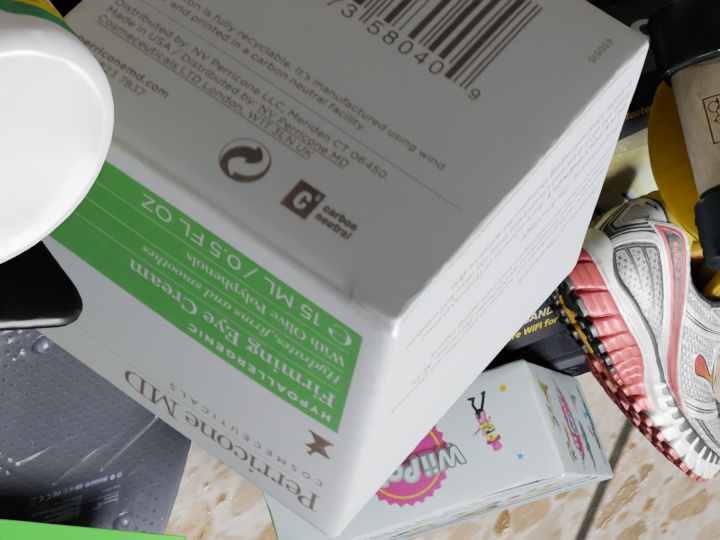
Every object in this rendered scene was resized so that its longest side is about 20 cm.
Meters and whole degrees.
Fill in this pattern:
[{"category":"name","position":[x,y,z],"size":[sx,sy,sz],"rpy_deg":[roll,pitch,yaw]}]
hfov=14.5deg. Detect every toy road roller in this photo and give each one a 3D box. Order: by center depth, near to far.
[{"category":"toy road roller","position":[0.229,-0.072,1.277],"size":[0.200,0.123,0.146],"rpy_deg":[-15,167,11]}]

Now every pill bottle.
[{"category":"pill bottle","position":[-0.186,-0.098,1.076],"size":[0.113,0.200,0.113],"rpy_deg":[-24,140,-22]}]

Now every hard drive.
[{"category":"hard drive","position":[-0.146,0.072,1.416],"size":[0.135,0.042,0.200],"rpy_deg":[-16,138,-30]}]

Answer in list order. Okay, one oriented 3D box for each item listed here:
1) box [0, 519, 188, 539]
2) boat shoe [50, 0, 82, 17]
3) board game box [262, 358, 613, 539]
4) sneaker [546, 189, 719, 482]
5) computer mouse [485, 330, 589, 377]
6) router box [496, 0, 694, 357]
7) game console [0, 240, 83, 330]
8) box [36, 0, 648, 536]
[{"category":"box","position":[-0.203,0.200,1.388],"size":[0.200,0.097,0.176],"rpy_deg":[10,148,-41]},{"category":"boat shoe","position":[-0.134,-0.119,1.209],"size":[0.071,0.069,0.200],"rpy_deg":[-38,144,-6]},{"category":"board game box","position":[0.042,0.100,1.460],"size":[0.148,0.064,0.200],"rpy_deg":[-19,173,9]},{"category":"sneaker","position":[0.156,0.035,1.383],"size":[0.082,0.078,0.200],"rpy_deg":[-38,143,-4]},{"category":"computer mouse","position":[0.096,0.036,1.547],"size":[0.200,0.053,0.138],"rpy_deg":[-18,173,8]},{"category":"router box","position":[0.136,-0.058,1.383],"size":[0.200,0.052,0.157],"rpy_deg":[-21,139,-25]},{"category":"game console","position":[-0.241,-0.005,1.122],"size":[0.176,0.200,0.116],"rpy_deg":[-43,142,4]},{"category":"box","position":[-0.021,-0.041,1.211],"size":[0.200,0.199,0.171],"rpy_deg":[-48,164,-32]}]
